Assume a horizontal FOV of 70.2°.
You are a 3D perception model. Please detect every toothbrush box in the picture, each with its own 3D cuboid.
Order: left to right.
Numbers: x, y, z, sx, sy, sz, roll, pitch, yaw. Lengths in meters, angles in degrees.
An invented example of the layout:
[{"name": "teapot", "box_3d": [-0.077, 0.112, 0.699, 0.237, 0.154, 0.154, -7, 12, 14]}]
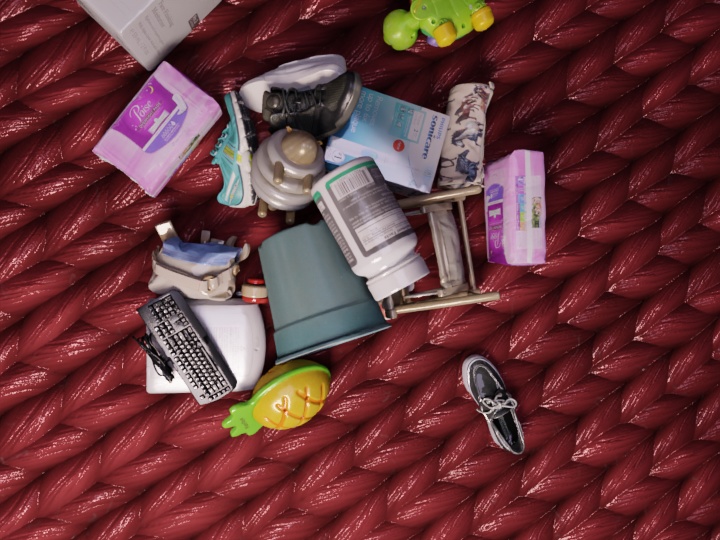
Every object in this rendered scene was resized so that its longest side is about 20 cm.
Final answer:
[{"name": "toothbrush box", "box_3d": [0.042, -0.229, 0.925, 0.199, 0.085, 0.147, 17, 88, -9]}]

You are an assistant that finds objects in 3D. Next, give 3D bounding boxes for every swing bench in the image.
[{"name": "swing bench", "box_3d": [0.118, -0.033, 0.909, 0.199, 0.130, 0.200, -9, 91, -3]}]

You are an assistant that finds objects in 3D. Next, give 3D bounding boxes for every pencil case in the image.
[{"name": "pencil case", "box_3d": [0.197, -0.247, 0.946, 0.089, 0.078, 0.201, 7, 90, 19]}]

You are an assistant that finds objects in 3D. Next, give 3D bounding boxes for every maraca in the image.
[{"name": "maraca", "box_3d": [-0.141, 0.226, 0.892, 0.200, 0.137, 0.107, -28, 51, -13]}]

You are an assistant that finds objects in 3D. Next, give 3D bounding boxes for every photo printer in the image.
[{"name": "photo printer", "box_3d": [-0.267, 0.130, 0.899, 0.199, 0.069, 0.167, 0, 94, -8]}]

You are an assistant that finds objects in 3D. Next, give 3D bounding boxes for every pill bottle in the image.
[{"name": "pill bottle", "box_3d": [0.017, -0.062, 0.786, 0.113, 0.113, 0.200, -28, 88, -6]}]

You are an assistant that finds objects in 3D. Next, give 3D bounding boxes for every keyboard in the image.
[{"name": "keyboard", "box_3d": [-0.293, 0.139, 0.835, 0.104, 0.040, 0.200, -29, 104, -1]}]

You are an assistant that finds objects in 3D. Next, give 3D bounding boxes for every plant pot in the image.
[{"name": "plant pot", "box_3d": [-0.072, 0.031, 0.854, 0.200, 0.200, 0.197, -17, 83, -7]}]

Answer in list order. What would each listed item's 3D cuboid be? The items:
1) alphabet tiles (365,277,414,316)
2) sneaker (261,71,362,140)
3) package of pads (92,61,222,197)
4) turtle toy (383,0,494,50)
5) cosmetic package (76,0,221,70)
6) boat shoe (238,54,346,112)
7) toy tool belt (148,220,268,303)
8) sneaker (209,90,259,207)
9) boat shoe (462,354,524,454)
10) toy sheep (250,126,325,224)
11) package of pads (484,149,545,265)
[{"name": "alphabet tiles", "box_3d": [0.000, 0.000, 0.960, 0.199, 0.015, 0.196, -6, 92, -8]}, {"name": "sneaker", "box_3d": [-0.089, -0.269, 0.839, 0.114, 0.199, 0.076, 15, 68, -37]}, {"name": "package of pads", "box_3d": [-0.344, -0.240, 0.876, 0.120, 0.076, 0.200, 37, 87, -8]}, {"name": "turtle toy", "box_3d": [0.133, -0.466, 0.922, 0.200, 0.101, 0.146, -26, 94, -6]}, {"name": "cosmetic package", "box_3d": [-0.352, -0.474, 0.824, 0.165, 0.165, 0.200, 44, 87, -7]}, {"name": "boat shoe", "box_3d": [-0.117, -0.332, 0.894, 0.199, 0.072, 0.069, -10, 50, 25]}, {"name": "toy tool belt", "box_3d": [-0.251, -0.015, 0.872, 0.199, 0.125, 0.123, 6, 97, -5]}, {"name": "sneaker", "box_3d": [-0.224, -0.210, 0.893, 0.079, 0.078, 0.201, -1, 97, 3]}, {"name": "boat shoe", "box_3d": [0.257, 0.256, 0.975, 0.073, 0.068, 0.200, -20, 94, -7]}, {"name": "toy sheep", "box_3d": [-0.123, -0.158, 0.857, 0.138, 0.200, 0.138, 16, 56, -25]}, {"name": "package of pads", "box_3d": [0.279, -0.109, 0.934, 0.075, 0.121, 0.201, -2, 92, -7]}]
